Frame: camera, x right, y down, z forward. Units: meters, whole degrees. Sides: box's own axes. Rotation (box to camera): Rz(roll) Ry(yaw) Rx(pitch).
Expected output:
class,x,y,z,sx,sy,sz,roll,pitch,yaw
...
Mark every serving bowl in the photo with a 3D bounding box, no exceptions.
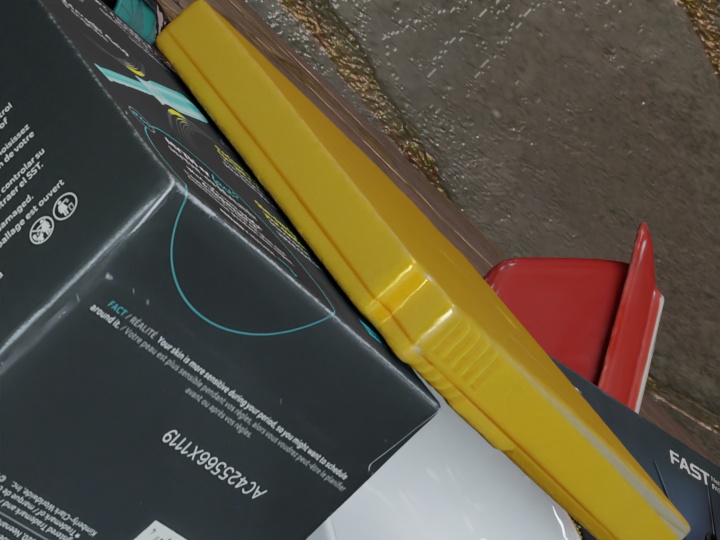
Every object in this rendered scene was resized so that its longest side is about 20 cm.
class,x,y,z,sx,sy,sz,roll,pitch,yaw
serving bowl,0.022,0.128,0.739,0.200,0.066,0.201,43,29,-32

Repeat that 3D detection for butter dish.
class,x,y,z,sx,sy,sz,roll,pitch,yaw
butter dish,0.089,0.073,1.189,0.147,0.201,0.200,14,-14,8

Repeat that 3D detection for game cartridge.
class,x,y,z,sx,sy,sz,roll,pitch,yaw
game cartridge,0.022,0.008,0.720,0.200,0.032,0.176,41,9,-48

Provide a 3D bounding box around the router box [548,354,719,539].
class,x,y,z,sx,sy,sz,roll,pitch,yaw
router box,0.117,0.141,0.952,0.200,0.062,0.150,33,41,-33

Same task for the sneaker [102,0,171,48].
class,x,y,z,sx,sy,sz,roll,pitch,yaw
sneaker,-0.141,-0.143,1.341,0.200,0.084,0.121,39,1,10

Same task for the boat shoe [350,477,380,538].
class,x,y,z,sx,sy,sz,roll,pitch,yaw
boat shoe,-0.069,0.044,0.812,0.074,0.076,0.201,-28,85,-41

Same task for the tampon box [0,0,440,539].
class,x,y,z,sx,sy,sz,roll,pitch,yaw
tampon box,-0.099,-0.003,0.646,0.150,0.126,0.200,41,8,-45

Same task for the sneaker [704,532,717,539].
class,x,y,z,sx,sy,sz,roll,pitch,yaw
sneaker,0.172,0.145,0.899,0.200,0.060,0.105,38,45,-49
